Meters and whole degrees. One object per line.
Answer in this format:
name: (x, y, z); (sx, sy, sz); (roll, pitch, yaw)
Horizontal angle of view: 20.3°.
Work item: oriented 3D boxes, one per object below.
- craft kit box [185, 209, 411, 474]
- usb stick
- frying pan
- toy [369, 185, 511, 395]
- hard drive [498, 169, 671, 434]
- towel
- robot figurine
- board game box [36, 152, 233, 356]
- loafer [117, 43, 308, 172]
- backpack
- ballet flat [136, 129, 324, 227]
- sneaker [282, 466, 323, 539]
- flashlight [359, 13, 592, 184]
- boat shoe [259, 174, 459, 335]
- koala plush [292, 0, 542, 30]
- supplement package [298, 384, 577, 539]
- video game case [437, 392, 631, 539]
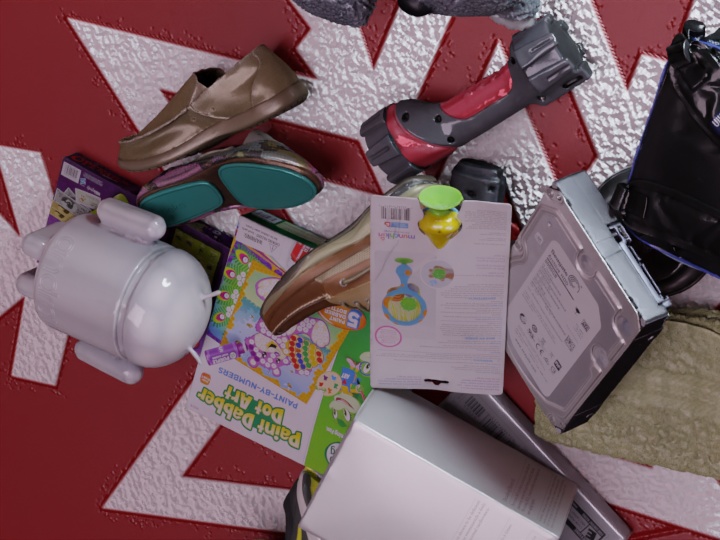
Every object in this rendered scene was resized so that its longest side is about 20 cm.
craft kit box: (-0.045, 0.073, 1.830); (0.199, 0.048, 0.199); (23, 111, 20)
usb stick: (0.091, 0.005, 1.743); (0.055, 0.033, 0.201); (20, 110, 37)
frying pan: (0.203, -0.039, 1.667); (0.189, 0.031, 0.116); (13, 109, 11)
toy: (0.067, 0.013, 1.684); (0.114, 0.047, 0.201); (4, 130, 5)
hard drive: (0.169, 0.029, 1.624); (0.140, 0.038, 0.200); (59, 151, 19)
towel: (0.239, 0.094, 1.703); (0.199, 0.036, 0.149); (7, 110, 25)
robot figurine: (-0.219, 0.019, 1.845); (0.199, 0.113, 0.171); (21, 118, 22)
board game box: (-0.212, -0.016, 1.912); (0.199, 0.032, 0.121); (29, 114, 18)
loafer: (-0.139, -0.146, 1.807); (0.199, 0.076, 0.068); (-21, 93, 23)
backpack: (0.323, -0.078, 1.531); (0.200, 0.147, 0.184); (33, 124, 26)
ballet flat: (-0.115, -0.088, 1.812); (0.199, 0.071, 0.069); (-11, 131, 33)
sneaker: (-0.027, 0.279, 1.861); (0.085, 0.074, 0.201); (138, 130, -61)
flashlight: (0.093, -0.146, 1.686); (0.200, 0.068, 0.068); (-32, 57, 30)
boat shoe: (0.000, 0.000, 1.733); (0.200, 0.076, 0.074); (-38, 83, 22)
koala plush: (0.057, -0.271, 1.592); (0.200, 0.178, 0.184); (33, 77, 23)
supplement package: (0.068, 0.201, 1.731); (0.199, 0.117, 0.117); (30, 112, 3)
video game case: (0.117, 0.216, 1.817); (0.200, 0.023, 0.182); (47, 121, 6)
